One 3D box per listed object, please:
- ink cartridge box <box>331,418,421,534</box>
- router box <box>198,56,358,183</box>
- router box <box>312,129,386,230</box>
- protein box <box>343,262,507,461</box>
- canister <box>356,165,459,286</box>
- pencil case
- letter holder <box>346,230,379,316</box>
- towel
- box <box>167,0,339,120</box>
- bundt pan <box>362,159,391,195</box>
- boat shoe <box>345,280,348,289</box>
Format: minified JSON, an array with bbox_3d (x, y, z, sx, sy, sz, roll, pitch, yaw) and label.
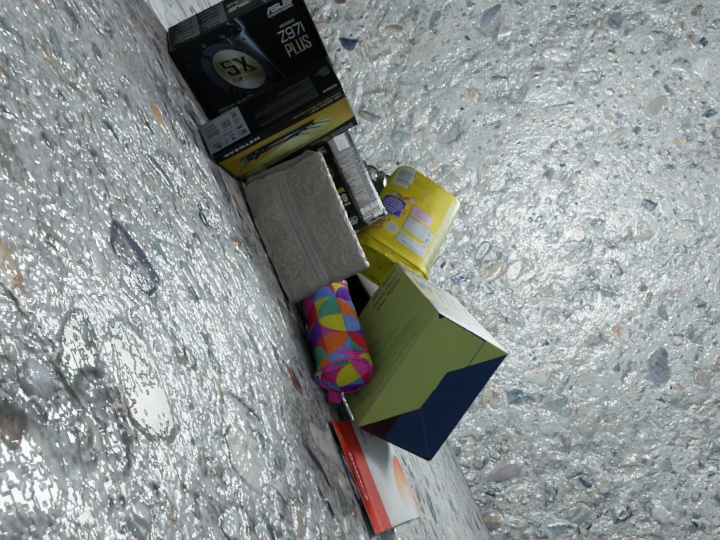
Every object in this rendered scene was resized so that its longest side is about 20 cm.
[{"bbox_3d":[0.025,0.283,1.046,0.200,0.050,0.163,62,4,-71],"label":"ink cartridge box"},{"bbox_3d":[-0.110,-0.206,1.048,0.052,0.199,0.157,63,5,10],"label":"router box"},{"bbox_3d":[-0.070,-0.125,1.217,0.062,0.199,0.151,-34,101,-43],"label":"router box"},{"bbox_3d":[0.078,0.130,1.103,0.135,0.199,0.200,30,10,-23],"label":"protein box"},{"bbox_3d":[0.077,-0.069,1.279,0.148,0.201,0.087,34,-33,-7],"label":"canister"},{"bbox_3d":[-0.042,0.089,1.080,0.201,0.088,0.089,-106,171,-46],"label":"pencil case"},{"bbox_3d":[0.000,0.000,1.342,0.142,0.101,0.201,-12,64,-45],"label":"letter holder"},{"bbox_3d":[-0.082,-0.068,1.083,0.034,0.132,0.201,63,2,-82],"label":"towel"},{"bbox_3d":[-0.155,-0.316,1.087,0.086,0.199,0.164,-111,175,-49],"label":"box"},{"bbox_3d":[0.008,-0.168,1.422,0.201,0.076,0.202,29,8,-5],"label":"bundt pan"},{"bbox_3d":[-0.051,0.050,1.211,0.201,0.075,0.074,64,9,-8],"label":"boat shoe"}]
